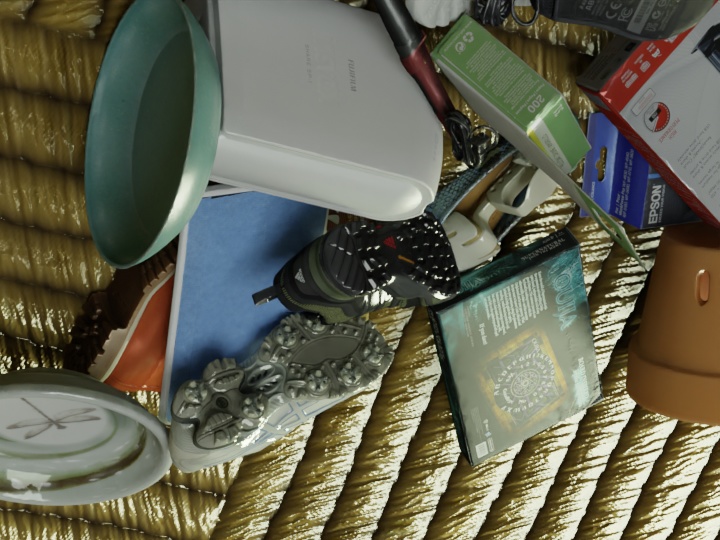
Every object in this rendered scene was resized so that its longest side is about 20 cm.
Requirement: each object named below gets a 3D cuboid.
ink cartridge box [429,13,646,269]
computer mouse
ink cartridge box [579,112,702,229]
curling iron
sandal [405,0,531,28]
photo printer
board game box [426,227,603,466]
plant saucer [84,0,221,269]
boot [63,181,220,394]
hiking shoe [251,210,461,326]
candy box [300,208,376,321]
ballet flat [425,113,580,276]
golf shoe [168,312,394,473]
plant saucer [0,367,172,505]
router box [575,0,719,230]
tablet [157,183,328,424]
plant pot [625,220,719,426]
[{"bbox_3d":[0.148,-0.096,1.561,0.048,0.200,0.146,-48,161,1],"label":"ink cartridge box"},{"bbox_3d":[0.183,-0.233,1.556,0.199,0.053,0.139,11,122,-32],"label":"computer mouse"},{"bbox_3d":[0.284,-0.091,1.741,0.199,0.039,0.100,-8,120,-17],"label":"ink cartridge box"},{"bbox_3d":[0.045,-0.159,1.502,0.026,0.049,0.201,-40,113,-25],"label":"curling iron"},{"bbox_3d":[0.102,-0.239,1.563,0.202,0.050,0.083,-21,140,-43],"label":"sandal"},{"bbox_3d":[-0.030,-0.125,1.528,0.199,0.167,0.069,13,143,-26],"label":"photo printer"},{"bbox_3d":[0.132,0.067,1.745,0.135,0.028,0.201,-25,136,-11],"label":"board game box"},{"bbox_3d":[-0.144,-0.099,1.474,0.036,0.200,0.201,7,114,-28],"label":"plant saucer"},{"bbox_3d":[-0.138,0.016,1.618,0.107,0.075,0.200,21,116,-32],"label":"boot"},{"bbox_3d":[0.000,0.000,1.595,0.100,0.076,0.200,-20,168,30],"label":"hiking shoe"},{"bbox_3d":[-0.050,-0.015,1.641,0.116,0.057,0.201,-5,120,-19],"label":"candy box"},{"bbox_3d":[0.105,-0.051,1.675,0.074,0.074,0.200,35,101,-32],"label":"ballet flat"},{"bbox_3d":[-0.068,0.096,1.612,0.199,0.079,0.097,-21,156,-30],"label":"golf shoe"},{"bbox_3d":[-0.244,0.121,1.611,0.199,0.050,0.200,-1,149,-1],"label":"plant saucer"},{"bbox_3d":[0.301,-0.162,1.671,0.179,0.049,0.200,43,87,-24],"label":"router box"},{"bbox_3d":[-0.089,0.022,1.592,0.130,0.014,0.201,-9,122,-32],"label":"tablet"},{"bbox_3d":[0.322,0.033,1.741,0.199,0.200,0.141,-7,106,-18],"label":"plant pot"}]
